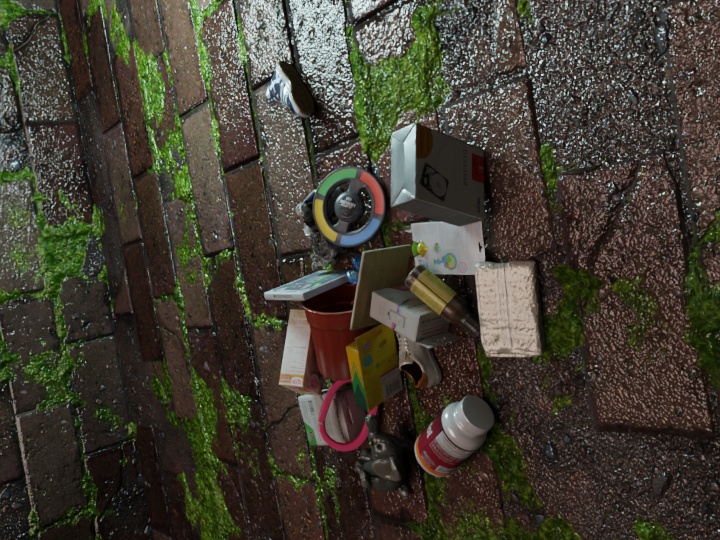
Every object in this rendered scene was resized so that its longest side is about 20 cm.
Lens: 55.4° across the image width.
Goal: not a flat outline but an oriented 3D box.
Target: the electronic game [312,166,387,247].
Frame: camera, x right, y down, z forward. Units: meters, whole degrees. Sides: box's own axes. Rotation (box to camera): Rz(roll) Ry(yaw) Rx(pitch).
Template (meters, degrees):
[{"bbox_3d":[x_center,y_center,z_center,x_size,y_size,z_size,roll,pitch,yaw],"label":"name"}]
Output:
[{"bbox_3d":[-0.028,-0.158,1.711,0.197,0.042,0.203,-1,88,20],"label":"electronic game"}]

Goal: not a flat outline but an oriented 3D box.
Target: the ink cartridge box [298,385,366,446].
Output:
[{"bbox_3d":[-0.075,0.407,1.920,0.199,0.082,0.149,-18,85,50],"label":"ink cartridge box"}]

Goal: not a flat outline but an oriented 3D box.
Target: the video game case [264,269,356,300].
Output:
[{"bbox_3d":[-0.127,0.037,1.811,0.181,0.199,0.024,-1,106,50],"label":"video game case"}]

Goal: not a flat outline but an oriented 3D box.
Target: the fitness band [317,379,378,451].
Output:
[{"bbox_3d":[-0.032,0.372,1.803,0.037,0.142,0.203,126,165,-86],"label":"fitness band"}]

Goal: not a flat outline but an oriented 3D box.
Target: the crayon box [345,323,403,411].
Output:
[{"bbox_3d":[0.034,0.226,1.688,0.050,0.126,0.203,16,122,47],"label":"crayon box"}]

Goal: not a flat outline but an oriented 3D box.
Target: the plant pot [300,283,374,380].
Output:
[{"bbox_3d":[-0.044,0.161,1.761,0.199,0.199,0.198,17,119,47],"label":"plant pot"}]

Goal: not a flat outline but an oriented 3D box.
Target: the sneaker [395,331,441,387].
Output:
[{"bbox_3d":[0.118,0.186,1.642,0.073,0.084,0.202,-52,57,44],"label":"sneaker"}]

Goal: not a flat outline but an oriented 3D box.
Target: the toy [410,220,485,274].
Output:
[{"bbox_3d":[0.201,-0.052,1.517,0.198,0.047,0.117,0,100,44],"label":"toy"}]

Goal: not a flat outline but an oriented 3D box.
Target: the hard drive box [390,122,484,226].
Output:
[{"bbox_3d":[0.158,-0.190,1.393,0.076,0.198,0.158,-13,72,50],"label":"hard drive box"}]

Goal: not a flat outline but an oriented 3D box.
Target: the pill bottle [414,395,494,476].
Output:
[{"bbox_3d":[0.213,0.371,1.548,0.114,0.112,0.201,56,134,25],"label":"pill bottle"}]

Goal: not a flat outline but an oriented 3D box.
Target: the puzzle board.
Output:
[{"bbox_3d":[0.047,0.039,1.641,0.017,0.149,0.203,33,122,42],"label":"puzzle board"}]

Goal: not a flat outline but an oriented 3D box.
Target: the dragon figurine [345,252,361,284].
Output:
[{"bbox_3d":[0.000,0.000,1.727,0.200,0.098,0.059,46,129,37],"label":"dragon figurine"}]

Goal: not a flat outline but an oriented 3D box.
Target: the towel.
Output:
[{"bbox_3d":[0.307,0.080,1.407,0.131,0.034,0.203,-3,97,30],"label":"towel"}]

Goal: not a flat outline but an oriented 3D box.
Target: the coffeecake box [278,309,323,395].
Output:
[{"bbox_3d":[-0.147,0.223,1.851,0.072,0.154,0.203,2,73,16],"label":"coffeecake box"}]

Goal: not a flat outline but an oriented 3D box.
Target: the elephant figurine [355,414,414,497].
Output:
[{"bbox_3d":[0.069,0.464,1.716,0.201,0.153,0.143,114,152,-45],"label":"elephant figurine"}]

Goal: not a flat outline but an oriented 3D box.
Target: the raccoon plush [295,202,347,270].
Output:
[{"bbox_3d":[-0.121,-0.092,1.823,0.133,0.097,0.201,-24,111,45],"label":"raccoon plush"}]

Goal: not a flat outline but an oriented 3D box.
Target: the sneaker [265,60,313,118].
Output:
[{"bbox_3d":[-0.198,-0.466,1.881,0.109,0.069,0.202,-49,55,38],"label":"sneaker"}]

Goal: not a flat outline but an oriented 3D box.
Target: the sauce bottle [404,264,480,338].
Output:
[{"bbox_3d":[0.188,0.071,1.517,0.200,0.065,0.065,42,130,13],"label":"sauce bottle"}]

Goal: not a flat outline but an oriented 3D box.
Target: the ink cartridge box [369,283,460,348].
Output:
[{"bbox_3d":[0.129,0.102,1.584,0.199,0.115,0.068,27,119,42],"label":"ink cartridge box"}]

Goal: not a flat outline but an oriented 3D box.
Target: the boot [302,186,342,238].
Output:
[{"bbox_3d":[-0.129,-0.155,1.850,0.074,0.095,0.201,58,136,24],"label":"boot"}]
